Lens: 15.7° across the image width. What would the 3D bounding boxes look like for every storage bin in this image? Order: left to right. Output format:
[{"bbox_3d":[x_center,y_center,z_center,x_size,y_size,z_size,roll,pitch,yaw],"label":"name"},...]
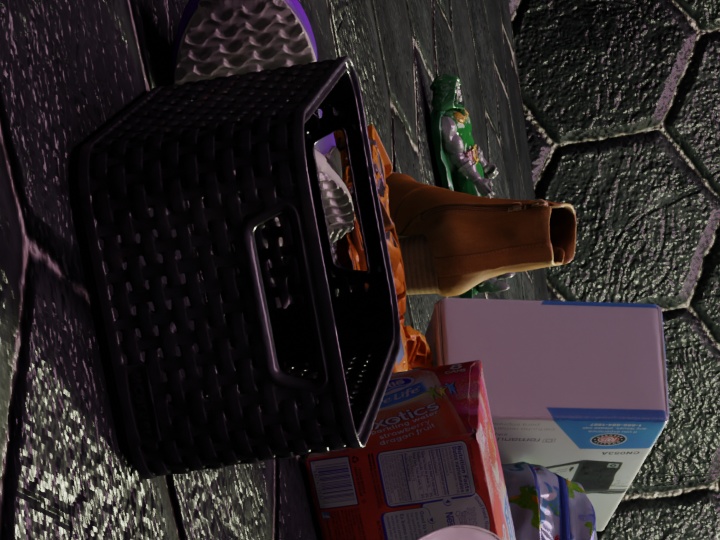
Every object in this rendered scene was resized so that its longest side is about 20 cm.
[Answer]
[{"bbox_3d":[-0.046,-0.006,1.091,0.200,0.093,0.136,-62,143,-76],"label":"storage bin"}]

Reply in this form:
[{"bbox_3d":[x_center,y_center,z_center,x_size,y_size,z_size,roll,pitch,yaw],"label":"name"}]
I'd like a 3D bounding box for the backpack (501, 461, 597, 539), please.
[{"bbox_3d":[0.087,0.218,1.632,0.163,0.153,0.201,-84,157,-80],"label":"backpack"}]

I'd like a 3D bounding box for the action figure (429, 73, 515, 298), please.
[{"bbox_3d":[0.096,-0.080,2.357,0.118,0.054,0.201,-65,142,-71],"label":"action figure"}]

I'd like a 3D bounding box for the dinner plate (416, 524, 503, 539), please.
[{"bbox_3d":[0.040,0.228,1.318,0.200,0.024,0.201,-18,113,-50],"label":"dinner plate"}]

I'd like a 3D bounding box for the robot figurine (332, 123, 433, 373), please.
[{"bbox_3d":[0.000,0.000,1.534,0.145,0.058,0.201,-91,170,-57],"label":"robot figurine"}]

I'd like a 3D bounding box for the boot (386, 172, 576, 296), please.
[{"bbox_3d":[0.080,-0.028,1.833,0.201,0.143,0.071,-76,157,-71],"label":"boot"}]

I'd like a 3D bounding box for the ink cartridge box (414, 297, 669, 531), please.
[{"bbox_3d":[0.106,0.098,1.694,0.200,0.144,0.084,106,-17,-63],"label":"ink cartridge box"}]

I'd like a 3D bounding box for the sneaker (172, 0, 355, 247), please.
[{"bbox_3d":[-0.054,-0.097,1.260,0.200,0.069,0.100,77,2,-58],"label":"sneaker"}]

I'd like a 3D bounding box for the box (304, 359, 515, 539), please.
[{"bbox_3d":[0.038,0.163,1.481,0.096,0.099,0.201,-81,160,-65],"label":"box"}]
